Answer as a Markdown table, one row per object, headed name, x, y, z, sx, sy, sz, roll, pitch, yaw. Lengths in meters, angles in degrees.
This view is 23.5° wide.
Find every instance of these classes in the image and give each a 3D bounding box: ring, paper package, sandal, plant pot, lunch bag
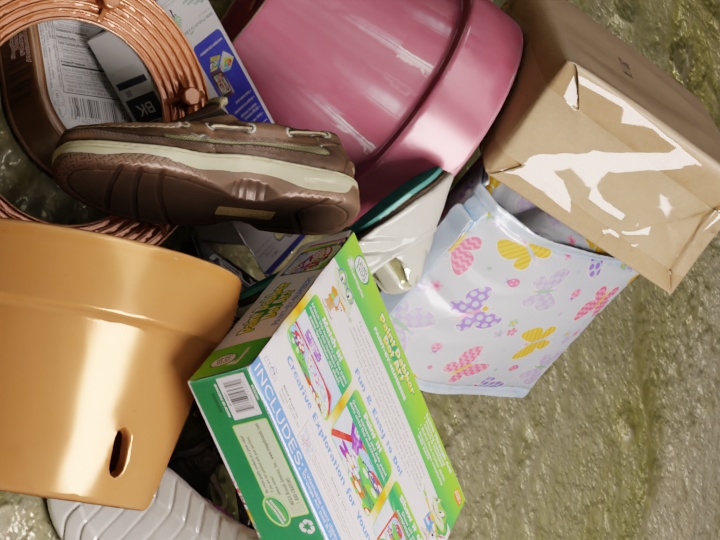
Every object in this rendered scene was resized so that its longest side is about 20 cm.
| name | x | y | z | sx | sy | sz | roll | pitch | yaw |
| --- | --- | --- | --- | --- | --- | --- | --- | --- | --- |
| ring | -0.182 | -0.094 | 1.095 | 0.200 | 0.019 | 0.201 | -1 | 92 | -30 |
| paper package | 0.183 | -0.106 | 1.311 | 0.191 | 0.103 | 0.200 | 32 | 21 | -17 |
| sandal | -0.102 | 0.173 | 1.053 | 0.082 | 0.203 | 0.050 | -61 | 169 | 0 |
| plant pot | -0.009 | -0.153 | 1.285 | 0.179 | 0.200 | 0.200 | 34 | 48 | -17 |
| plant pot | -0.175 | 0.058 | 0.978 | 0.200 | 0.200 | 0.140 | 17 | 77 | -46 |
| lunch bag | 0.096 | 0.001 | 1.326 | 0.200 | 0.170 | 0.127 | 4 | 42 | -51 |

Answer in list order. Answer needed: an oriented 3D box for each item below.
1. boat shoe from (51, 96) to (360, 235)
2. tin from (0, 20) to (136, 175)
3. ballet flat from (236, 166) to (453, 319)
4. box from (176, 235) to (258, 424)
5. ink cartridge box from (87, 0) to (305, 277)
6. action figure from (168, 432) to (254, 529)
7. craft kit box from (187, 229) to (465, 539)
| name | x | y | z | sx | sy | sz | roll | pitch | yaw |
| --- | --- | --- | --- | --- | --- | --- | --- | --- | --- |
| boat shoe | -0.099 | -0.073 | 1.104 | 0.202 | 0.075 | 0.075 | 9 | 59 | -28 |
| tin | -0.193 | -0.157 | 1.167 | 0.112 | 0.042 | 0.200 | 5 | 70 | -55 |
| ballet flat | 0.000 | 0.000 | 1.161 | 0.200 | 0.069 | 0.069 | -35 | 102 | -36 |
| box | -0.043 | 0.081 | 1.172 | 0.200 | 0.044 | 0.160 | 37 | 17 | -33 |
| ink cartridge box | -0.103 | -0.096 | 1.195 | 0.200 | 0.039 | 0.099 | 61 | 36 | -16 |
| action figure | -0.056 | 0.203 | 1.116 | 0.200 | 0.102 | 0.119 | 57 | 25 | 17 |
| craft kit box | -0.011 | 0.103 | 1.018 | 0.200 | 0.048 | 0.198 | 68 | 26 | -15 |
